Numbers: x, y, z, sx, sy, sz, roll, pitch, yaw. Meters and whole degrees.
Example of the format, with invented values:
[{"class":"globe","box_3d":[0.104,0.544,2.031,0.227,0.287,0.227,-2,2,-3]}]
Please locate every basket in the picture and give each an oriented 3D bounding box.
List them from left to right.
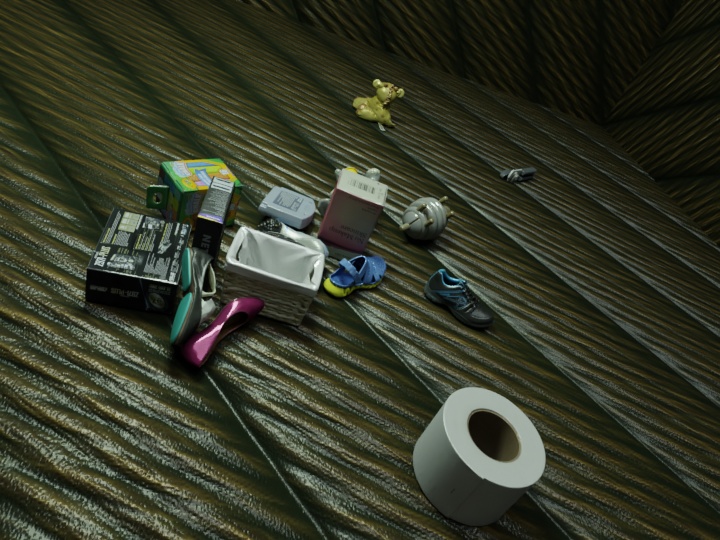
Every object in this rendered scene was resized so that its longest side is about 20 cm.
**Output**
[{"class":"basket","box_3d":[-0.193,0.015,1.169,0.199,0.124,0.136,19,36,-9]}]

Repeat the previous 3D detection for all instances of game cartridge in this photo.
[{"class":"game cartridge","box_3d":[-0.188,-0.168,1.439,0.133,0.042,0.200,25,21,-7]}]

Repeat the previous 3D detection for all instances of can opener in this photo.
[{"class":"can opener","box_3d":[0.661,-0.405,2.247,0.199,0.053,0.067,-12,49,-40]}]

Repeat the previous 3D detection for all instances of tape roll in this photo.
[{"class":"tape roll","box_3d":[0.213,0.337,0.990,0.202,0.140,0.203,15,38,-12]}]

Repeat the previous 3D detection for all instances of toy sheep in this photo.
[{"class":"toy sheep","box_3d":[0.191,-0.152,1.595,0.199,0.138,0.138,-16,52,-34]}]

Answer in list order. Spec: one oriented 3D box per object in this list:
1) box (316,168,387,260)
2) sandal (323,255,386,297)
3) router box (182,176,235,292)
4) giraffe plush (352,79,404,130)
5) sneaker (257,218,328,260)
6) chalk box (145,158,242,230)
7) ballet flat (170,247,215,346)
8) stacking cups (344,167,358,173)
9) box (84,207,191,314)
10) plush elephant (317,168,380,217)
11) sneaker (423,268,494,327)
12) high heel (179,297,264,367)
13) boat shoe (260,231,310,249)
[{"class":"box","box_3d":[-0.027,-0.135,1.385,0.127,0.201,0.109,20,36,-7]},{"class":"sandal","box_3d":[0.000,0.000,1.333,0.079,0.087,0.200,39,36,21]},{"class":"router box","box_3d":[-0.318,-0.071,1.138,0.052,0.201,0.158,15,36,-13]},{"class":"giraffe plush","box_3d":[0.081,-0.680,2.158,0.172,0.163,0.200,-7,46,-36]},{"class":"sneaker","box_3d":[-0.170,-0.069,1.348,0.199,0.072,0.072,26,-7,16]},{"class":"chalk box","box_3d":[-0.405,-0.178,1.287,0.199,0.125,0.124,-16,52,-40]},{"class":"ballet flat","box_3d":[-0.306,0.048,1.014,0.068,0.068,0.201,17,59,-31]},{"class":"stacking cups","box_3d":[-0.012,-0.234,1.636,0.060,0.061,0.200,6,40,-24]},{"class":"box","box_3d":[-0.444,-0.021,1.098,0.163,0.086,0.200,12,38,-18]},{"class":"plush elephant","box_3d":[-0.033,-0.207,1.498,0.155,0.164,0.201,40,35,-53]},{"class":"sneaker","box_3d":[0.262,0.074,1.394,0.199,0.082,0.073,31,35,6]},{"class":"high heel","box_3d":[-0.256,0.121,1.051,0.199,0.068,0.096,-26,55,-33]},{"class":"boat shoe","box_3d":[-0.180,-0.046,1.273,0.199,0.074,0.060,27,-7,14]}]
